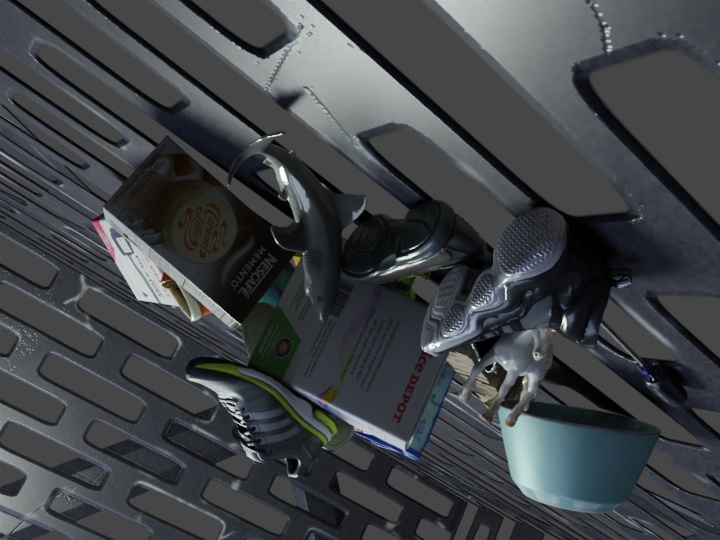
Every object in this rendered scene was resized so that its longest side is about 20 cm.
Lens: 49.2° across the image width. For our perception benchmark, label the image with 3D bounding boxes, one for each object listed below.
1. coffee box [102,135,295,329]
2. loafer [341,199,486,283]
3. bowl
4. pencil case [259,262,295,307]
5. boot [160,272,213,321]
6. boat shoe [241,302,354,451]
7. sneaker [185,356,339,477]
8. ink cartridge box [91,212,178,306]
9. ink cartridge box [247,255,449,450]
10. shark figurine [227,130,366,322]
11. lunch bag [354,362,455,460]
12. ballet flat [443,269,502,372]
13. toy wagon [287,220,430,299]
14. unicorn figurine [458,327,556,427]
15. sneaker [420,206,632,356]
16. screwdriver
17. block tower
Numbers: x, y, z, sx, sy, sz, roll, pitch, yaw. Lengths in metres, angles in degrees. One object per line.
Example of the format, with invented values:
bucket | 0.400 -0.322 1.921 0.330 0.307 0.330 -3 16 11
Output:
coffee box | -0.185 -0.041 0.918 0.199 0.115 0.080 40 163 -7
loafer | 0.044 -0.016 0.761 0.062 0.073 0.199 26 164 -22
bowl | 0.261 0.230 0.970 0.196 0.108 0.201 7 177 0
pencil case | -0.090 0.042 1.042 0.199 0.092 0.086 42 132 22
boot | -0.219 -0.030 0.996 0.201 0.106 0.076 54 154 20
boat shoe | -0.083 0.133 0.966 0.202 0.071 0.068 55 167 4
sneaker | -0.109 0.158 0.846 0.199 0.082 0.073 37 160 -28
ink cartridge box | -0.302 -0.034 1.159 0.198 0.084 0.147 2 123 57
ink cartridge box | -0.005 0.092 0.888 0.197 0.147 0.084 24 164 11
shark figurine | -0.042 -0.071 0.764 0.088 0.130 0.217 -7 132 20
lunch bag | 0.028 0.150 1.121 0.196 0.173 0.128 22 164 12
ballet flat | 0.134 0.055 0.847 0.065 0.058 0.200 16 160 32
toy wagon | 0.000 0.000 0.936 0.155 0.040 0.198 39 162 -35
unicorn figurine | 0.171 0.098 0.840 0.073 0.139 0.200 35 -173 14
sneaker | 0.136 0.035 0.667 0.112 0.077 0.200 26 141 -15
screwdriver | 0.266 0.081 0.769 0.199 0.028 0.029 39 -170 -29
block tower | 0.158 0.119 1.017 0.057 0.055 0.200 16 160 34
